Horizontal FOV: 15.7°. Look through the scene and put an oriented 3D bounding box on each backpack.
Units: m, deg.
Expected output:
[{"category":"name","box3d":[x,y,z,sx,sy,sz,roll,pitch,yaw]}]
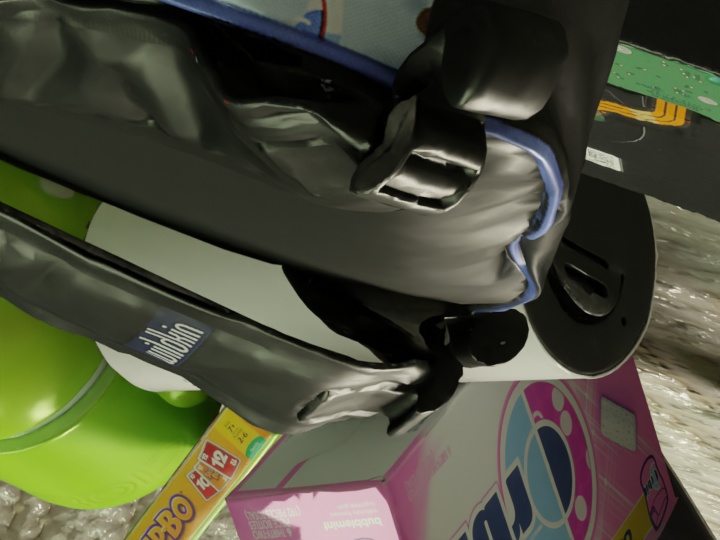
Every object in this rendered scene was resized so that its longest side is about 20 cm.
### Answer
[{"category":"backpack","box3d":[-0.043,-0.074,0.478,0.189,0.155,0.200,13,164,3]}]

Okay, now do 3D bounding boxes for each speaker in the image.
[{"category":"speaker","box3d":[0.000,0.000,0.882,0.199,0.082,0.081,-4,155,42]}]

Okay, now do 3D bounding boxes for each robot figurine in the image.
[{"category":"robot figurine","box3d":[-0.125,0.026,1.033,0.174,0.117,0.200,10,166,24]}]

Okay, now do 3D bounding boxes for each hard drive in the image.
[{"category":"hard drive","box3d":[0.077,-0.052,0.667,0.199,0.038,0.140,21,171,14]}]

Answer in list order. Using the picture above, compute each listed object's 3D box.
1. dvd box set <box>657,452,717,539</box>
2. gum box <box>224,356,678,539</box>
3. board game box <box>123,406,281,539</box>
[{"category":"dvd box set","box3d":[0.115,0.082,1.120,0.147,0.029,0.200,59,-177,19]},{"category":"gum box","box3d":[0.041,0.078,0.925,0.066,0.200,0.114,-8,111,32]},{"category":"board game box","box3d":[-0.031,0.047,1.035,0.030,0.096,0.200,40,-151,3]}]
